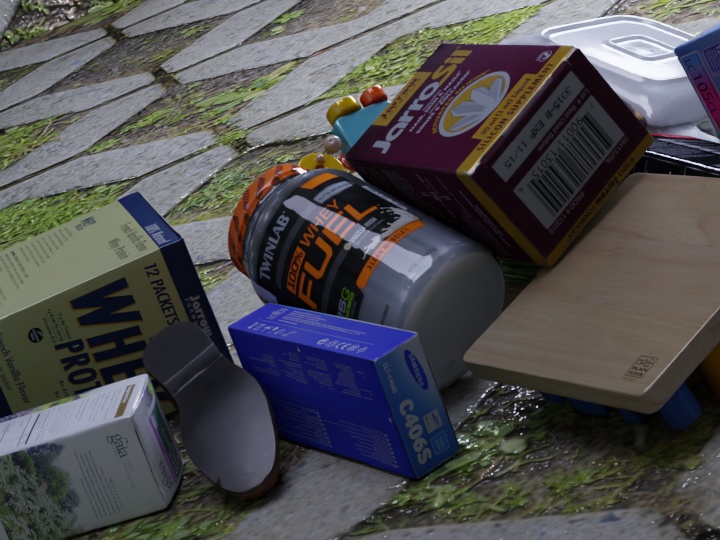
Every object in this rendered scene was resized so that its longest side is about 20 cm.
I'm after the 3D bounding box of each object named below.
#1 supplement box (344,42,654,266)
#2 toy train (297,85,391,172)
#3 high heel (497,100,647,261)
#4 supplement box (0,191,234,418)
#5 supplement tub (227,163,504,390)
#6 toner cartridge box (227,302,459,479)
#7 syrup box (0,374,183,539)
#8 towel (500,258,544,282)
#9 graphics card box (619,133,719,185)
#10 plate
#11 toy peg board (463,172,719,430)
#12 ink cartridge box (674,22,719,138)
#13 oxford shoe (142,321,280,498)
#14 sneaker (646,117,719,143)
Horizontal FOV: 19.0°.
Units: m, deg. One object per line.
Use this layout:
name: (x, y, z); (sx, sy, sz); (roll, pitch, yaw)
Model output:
supplement box: (0.100, -0.091, 1.600); (0.131, 0.103, 0.200); (-51, 24, -14)
toy train: (0.015, -0.057, 1.771); (0.150, 0.056, 0.201); (22, 55, 1)
high heel: (0.156, -0.068, 1.739); (0.142, 0.072, 0.201); (4, 56, 9)
supplement box: (-0.233, 0.050, 1.797); (0.199, 0.135, 0.200); (-25, 19, -10)
supplement tub: (0.000, 0.000, 1.618); (0.200, 0.123, 0.122); (28, 48, 36)
toner cartridge box: (-0.015, 0.083, 1.542); (0.043, 0.095, 0.200); (-31, 22, -27)
syrup box: (-0.240, 0.153, 1.609); (0.199, 0.079, 0.082); (-18, 19, 9)
towel: (0.209, -0.031, 1.731); (0.152, 0.023, 0.199); (-34, 23, -35)
graphics card box: (0.268, -0.063, 1.608); (0.125, 0.051, 0.200); (-2, 12, -37)
plate: (0.248, -0.184, 1.895); (0.199, 0.032, 0.200); (-15, 32, -43)
toy peg board: (0.211, 0.038, 1.468); (0.199, 0.098, 0.200); (-46, 26, -20)
ink cartridge box: (0.347, -0.151, 1.659); (0.076, 0.137, 0.200); (-31, 4, -25)
oxford shoe: (-0.098, 0.113, 1.602); (0.071, 0.071, 0.200); (-33, 36, -2)
sneaker: (0.265, -0.123, 1.879); (0.088, 0.076, 0.200); (-7, 23, -3)
